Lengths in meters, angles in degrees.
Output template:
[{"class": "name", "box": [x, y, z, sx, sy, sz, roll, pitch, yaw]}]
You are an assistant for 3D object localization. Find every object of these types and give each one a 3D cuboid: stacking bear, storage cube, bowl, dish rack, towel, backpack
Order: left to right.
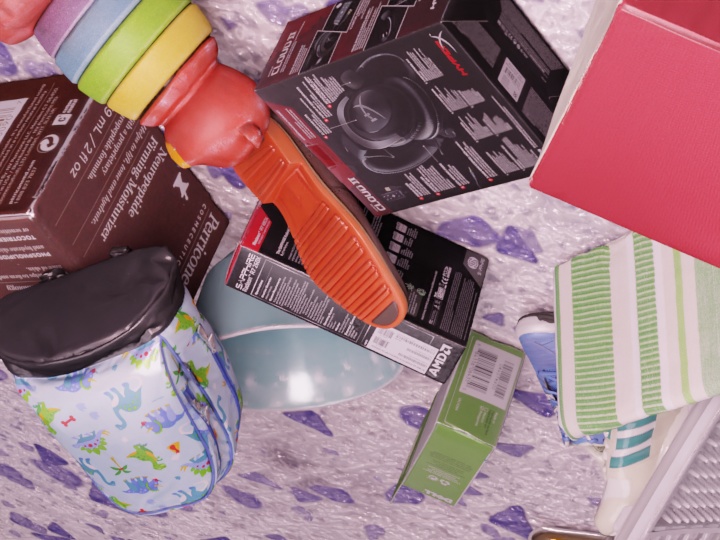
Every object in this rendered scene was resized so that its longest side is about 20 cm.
[{"class": "backpack", "box": [-0.175, 0.097, 1.172, 0.162, 0.154, 0.200, -16, 144, 12]}, {"class": "stacking bear", "box": [-0.153, -0.151, 1.069, 0.200, 0.114, 0.121, 41, 172, -9]}, {"class": "bowl", "box": [-0.064, 0.042, 1.296, 0.199, 0.106, 0.201, -4, 154, -2]}, {"class": "towel", "box": [0.213, 0.038, 1.113, 0.023, 0.153, 0.200, 13, 156, -28]}, {"class": "dish rack", "box": [0.284, 0.164, 1.213, 0.171, 0.201, 0.044, 10, -157, -50]}, {"class": "storage cube", "box": [0.224, -0.123, 0.857, 0.179, 0.172, 0.200, 23, 148, 2]}]

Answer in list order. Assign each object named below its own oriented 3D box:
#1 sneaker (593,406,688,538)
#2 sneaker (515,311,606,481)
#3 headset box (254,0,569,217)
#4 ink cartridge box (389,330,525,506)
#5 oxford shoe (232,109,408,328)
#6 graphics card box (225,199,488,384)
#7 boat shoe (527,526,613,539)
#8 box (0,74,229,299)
[{"class": "sneaker", "box": [0.229, 0.128, 1.253, 0.093, 0.070, 0.201, 27, 111, 5]}, {"class": "sneaker", "box": [0.200, 0.110, 1.295, 0.075, 0.077, 0.200, -12, 132, 44]}, {"class": "headset box", "box": [0.035, -0.124, 1.056, 0.199, 0.078, 0.149, -13, 133, 43]}, {"class": "ink cartridge box", "box": [0.090, 0.153, 1.398, 0.059, 0.104, 0.200, 23, 147, 1]}, {"class": "oxford shoe", "box": [-0.018, -0.047, 1.141, 0.200, 0.072, 0.071, 55, 133, 5]}, {"class": "graphics card box", "box": [0.000, 0.000, 1.208, 0.199, 0.126, 0.051, 23, 128, -3]}, {"class": "boat shoe", "box": [0.269, 0.312, 1.558, 0.199, 0.071, 0.070, 13, 150, 26]}, {"class": "box", "box": [-0.250, -0.041, 1.265, 0.163, 0.167, 0.200, -3, 140, 32]}]
